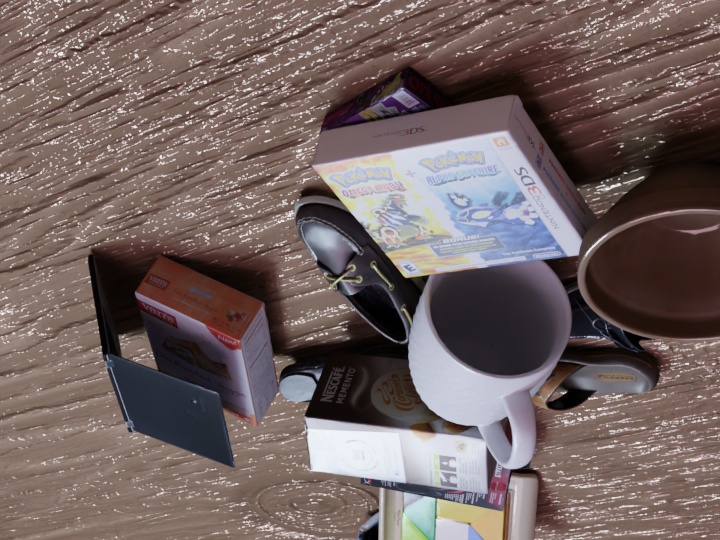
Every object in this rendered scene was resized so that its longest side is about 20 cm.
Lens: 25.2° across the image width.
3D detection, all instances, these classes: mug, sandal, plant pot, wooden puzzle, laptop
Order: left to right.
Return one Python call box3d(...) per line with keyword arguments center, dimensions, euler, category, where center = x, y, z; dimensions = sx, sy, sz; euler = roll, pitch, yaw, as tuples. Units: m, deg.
box3d(center=(-0.220, 0.103, 1.784), dimensions=(0.115, 0.202, 0.188), euler=(-11, 149, -6), category="laptop")
box3d(center=(0.120, 0.325, 2.033), dimensions=(0.198, 0.037, 0.187), euler=(6, 119, 9), category="wooden puzzle")
box3d(center=(0.126, 0.099, 1.593), dimensions=(0.146, 0.202, 0.176), euler=(-13, 156, -16), category="mug")
box3d(center=(0.221, 0.124, 1.728), dimensions=(0.198, 0.055, 0.082), euler=(1, 146, 22), category="sandal")
box3d(center=(0.290, -0.029, 1.411), dimensions=(0.198, 0.093, 0.202), euler=(4, 145, 3), category="plant pot")

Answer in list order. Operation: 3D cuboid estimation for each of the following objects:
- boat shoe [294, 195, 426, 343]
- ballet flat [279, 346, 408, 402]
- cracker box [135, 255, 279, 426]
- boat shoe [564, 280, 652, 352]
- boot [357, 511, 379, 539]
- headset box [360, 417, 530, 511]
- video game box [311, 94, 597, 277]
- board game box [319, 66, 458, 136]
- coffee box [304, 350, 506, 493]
box3d(center=(0.000, 0.000, 1.612), dimensions=(0.071, 0.061, 0.201), euler=(-12, 140, 36), category="boat shoe")
box3d(center=(-0.001, 0.111, 1.818), dimensions=(0.198, 0.057, 0.067), euler=(-6, 117, 21), category="ballet flat")
box3d(center=(-0.167, 0.081, 1.781), dimensions=(0.133, 0.058, 0.201), euler=(24, 151, 17), category="cracker box")
box3d(center=(0.258, 0.045, 1.583), dimensions=(0.199, 0.063, 0.075), euler=(-11, 143, 37), category="boat shoe")
box3d(center=(0.078, 0.351, 2.128), dimensions=(0.095, 0.074, 0.199), euler=(23, 149, -27), category="boot")
box3d(center=(0.103, 0.208, 1.890), dimensions=(0.198, 0.076, 0.149), euler=(10, 149, 6), category="headset box")
box3d(center=(0.086, -0.069, 1.433), dimensions=(0.198, 0.047, 0.182), euler=(-8, 140, 32), category="video game box")
box3d(center=(0.074, -0.099, 1.457), dimensions=(0.199, 0.033, 0.120), euler=(34, 139, -28), category="board game box")
box3d(center=(0.050, 0.161, 1.727), dimensions=(0.198, 0.115, 0.080), euler=(5, 127, 14), category="coffee box")
